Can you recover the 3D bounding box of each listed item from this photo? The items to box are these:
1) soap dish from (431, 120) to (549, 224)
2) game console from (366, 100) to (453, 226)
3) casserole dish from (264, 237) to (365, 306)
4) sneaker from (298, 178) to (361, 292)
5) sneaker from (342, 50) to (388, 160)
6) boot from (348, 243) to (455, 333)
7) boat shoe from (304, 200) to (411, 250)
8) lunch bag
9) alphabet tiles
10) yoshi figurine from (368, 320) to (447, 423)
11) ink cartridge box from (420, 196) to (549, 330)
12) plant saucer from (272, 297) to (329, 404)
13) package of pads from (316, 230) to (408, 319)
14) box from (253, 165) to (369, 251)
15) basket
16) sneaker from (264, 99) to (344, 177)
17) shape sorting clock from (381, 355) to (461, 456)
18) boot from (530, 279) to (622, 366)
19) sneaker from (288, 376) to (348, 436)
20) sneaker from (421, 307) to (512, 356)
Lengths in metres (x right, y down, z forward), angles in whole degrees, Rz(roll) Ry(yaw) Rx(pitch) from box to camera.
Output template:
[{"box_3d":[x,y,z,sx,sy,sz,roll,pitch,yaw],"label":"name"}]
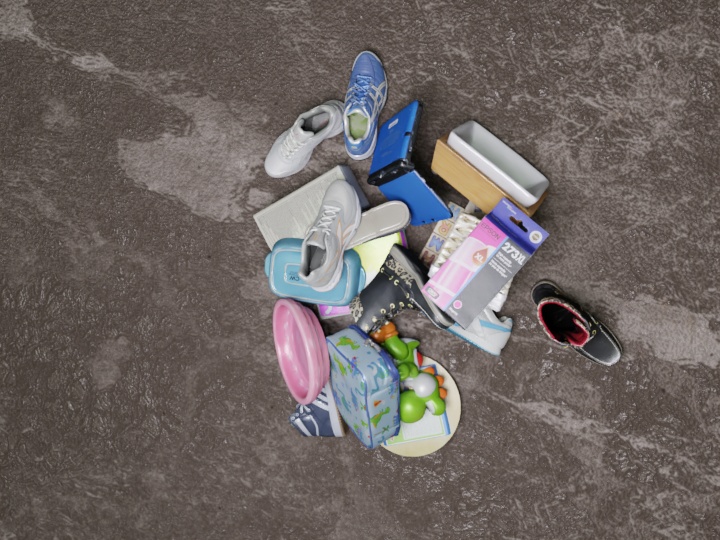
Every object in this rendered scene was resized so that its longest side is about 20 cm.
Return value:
[{"box_3d":[0.225,-0.167,1.153,0.200,0.157,0.081,41,122,6],"label":"soap dish"},{"box_3d":[0.096,-0.182,1.169,0.118,0.200,0.171,15,85,-15],"label":"game console"},{"box_3d":[-0.091,0.007,1.238,0.199,0.039,0.121,9,103,11],"label":"casserole dish"},{"box_3d":[-0.056,-0.065,1.137,0.076,0.092,0.201,10,84,20],"label":"sneaker"},{"box_3d":[0.008,-0.306,1.213,0.076,0.077,0.201,3,87,7],"label":"sneaker"},{"box_3d":[0.070,0.066,1.159,0.154,0.073,0.204,-49,46,18],"label":"boot"},{"box_3d":[-0.002,-0.074,1.205,0.200,0.063,0.073,-14,79,13],"label":"boat shoe"},{"box_3d":[0.003,0.208,1.207,0.161,0.082,0.200,39,144,47],"label":"lunch bag"},{"box_3d":[0.208,-0.033,1.246,0.166,0.006,0.200,30,104,8],"label":"alphabet tiles"},{"box_3d":[0.073,0.203,1.239,0.112,0.112,0.200,-40,83,23],"label":"yoshi figurine"},{"box_3d":[0.194,-0.012,1.035,0.095,0.037,0.200,41,93,9],"label":"ink cartridge box"},{"box_3d":[-0.109,0.147,1.238,0.051,0.200,0.201,-12,96,-24],"label":"plant saucer"},{"box_3d":[0.000,0.000,1.272,0.200,0.068,0.155,-12,96,15],"label":"package of pads"},{"box_3d":[-0.093,-0.115,1.274,0.200,0.078,0.095,-26,91,16],"label":"box"},{"box_3d":[0.208,-0.020,1.145,0.135,0.200,0.124,26,99,9],"label":"basket"},{"box_3d":[-0.115,-0.252,1.250,0.200,0.099,0.078,-42,86,16],"label":"sneaker"},{"box_3d":[0.097,0.263,1.299,0.199,0.039,0.201,0,88,11],"label":"shape sorting clock"},{"box_3d":[0.376,0.104,1.147,0.073,0.151,0.200,-44,86,16],"label":"boot"},{"box_3d":[-0.096,0.244,1.331,0.108,0.070,0.201,-9,98,14],"label":"sneaker"},{"box_3d":[0.187,0.079,1.224,0.200,0.077,0.081,30,86,-11],"label":"sneaker"}]
